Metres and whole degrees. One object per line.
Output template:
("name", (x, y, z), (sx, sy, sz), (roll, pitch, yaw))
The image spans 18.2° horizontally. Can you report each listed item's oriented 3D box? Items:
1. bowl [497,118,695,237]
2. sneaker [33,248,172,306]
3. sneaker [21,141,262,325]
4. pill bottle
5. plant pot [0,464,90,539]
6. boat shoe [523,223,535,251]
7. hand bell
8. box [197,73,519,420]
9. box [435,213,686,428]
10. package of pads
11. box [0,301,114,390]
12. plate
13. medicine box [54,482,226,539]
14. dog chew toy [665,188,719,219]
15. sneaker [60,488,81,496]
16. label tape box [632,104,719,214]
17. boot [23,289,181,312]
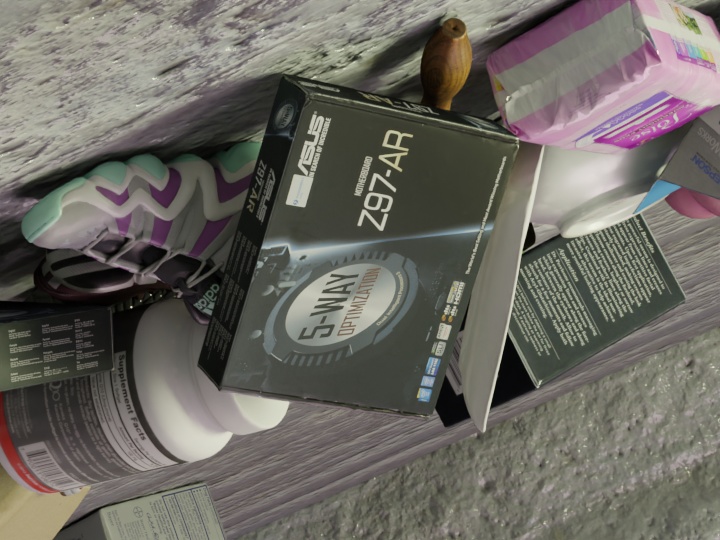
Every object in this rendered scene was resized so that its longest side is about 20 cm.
("bowl", (0.187, -0.086, 1.788), (0.200, 0.091, 0.201), (-21, 168, -4))
("sneaker", (-0.140, -0.013, 1.591), (0.199, 0.076, 0.115), (-4, 167, -27))
("sneaker", (-0.116, -0.003, 1.464), (0.199, 0.141, 0.078), (-14, 168, -36))
("pill bottle", (-0.156, 0.085, 1.582), (0.199, 0.117, 0.116), (-15, 173, 26))
("plant pot", (-0.331, 0.158, 1.754), (0.177, 0.201, 0.200), (-35, 167, 6))
("boat shoe", (0.089, -0.023, 1.949), (0.068, 0.072, 0.200), (-27, 168, 23))
("hand bell", (0.049, -0.105, 1.495), (0.104, 0.105, 0.200), (-19, 157, -14))
("box", (-0.001, -0.012, 1.437), (0.159, 0.201, 0.044), (11, -165, -29))
("box", (0.158, 0.037, 1.976), (0.199, 0.108, 0.148), (-27, 178, -36))
("package of pads", (0.177, -0.136, 1.562), (0.120, 0.076, 0.200), (-26, 169, 22))
("box", (-0.287, 0.053, 1.475), (0.159, 0.044, 0.199), (2, -173, 40))
("plate", (0.104, -0.017, 1.632), (0.032, 0.201, 0.200), (12, -150, 4))
("medicine box", (-0.314, 0.379, 3.043), (0.199, 0.104, 0.182), (-9, 163, -46))
("dog chew toy", (0.337, -0.099, 1.954), (0.124, 0.125, 0.200), (-13, 174, -38))
("sneaker", (-0.183, 0.098, 1.745), (0.112, 0.072, 0.200), (-5, -147, 2))
("label tape box", (0.309, -0.115, 1.704), (0.144, 0.063, 0.201), (-27, 154, -46))
("boot", (-0.156, 0.022, 1.727), (0.199, 0.070, 0.132), (-16, 177, 2))
